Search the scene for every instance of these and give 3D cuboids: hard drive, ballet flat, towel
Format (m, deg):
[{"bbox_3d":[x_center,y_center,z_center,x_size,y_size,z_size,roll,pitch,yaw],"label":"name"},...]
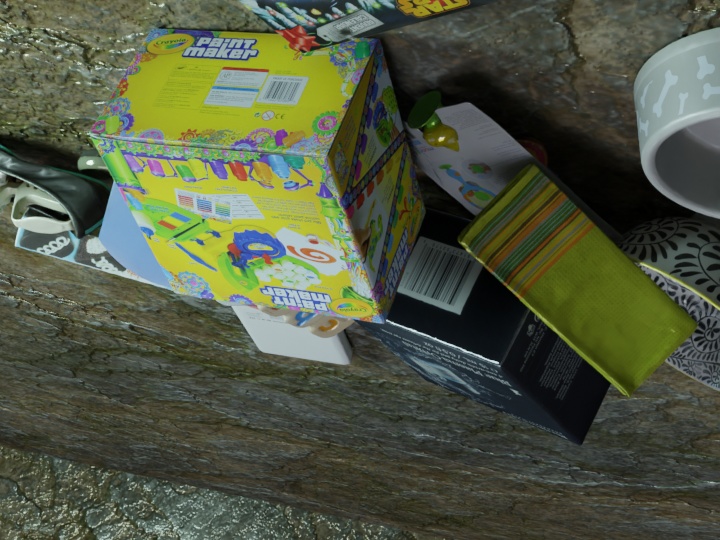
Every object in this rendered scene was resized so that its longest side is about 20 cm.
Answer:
[{"bbox_3d":[-0.088,0.069,1.547,0.130,0.027,0.201,8,158,12],"label":"hard drive"},{"bbox_3d":[-0.340,-0.081,1.194,0.197,0.069,0.068,18,150,19],"label":"ballet flat"},{"bbox_3d":[0.174,0.011,0.960,0.200,0.086,0.018,41,-166,-14],"label":"towel"}]

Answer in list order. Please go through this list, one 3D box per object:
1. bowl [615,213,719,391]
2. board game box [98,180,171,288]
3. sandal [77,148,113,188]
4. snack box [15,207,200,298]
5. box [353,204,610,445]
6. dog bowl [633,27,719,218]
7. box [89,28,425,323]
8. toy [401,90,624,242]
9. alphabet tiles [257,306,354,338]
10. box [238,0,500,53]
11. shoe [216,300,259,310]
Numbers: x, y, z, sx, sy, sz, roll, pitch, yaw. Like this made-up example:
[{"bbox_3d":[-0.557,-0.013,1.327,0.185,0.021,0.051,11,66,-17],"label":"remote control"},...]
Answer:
[{"bbox_3d":[0.296,0.014,1.036,0.200,0.095,0.201,37,168,9],"label":"bowl"},{"bbox_3d":[-0.149,-0.074,1.113,0.155,0.039,0.202,13,123,-15],"label":"board game box"},{"bbox_3d":[-0.199,-0.061,1.228,0.199,0.058,0.079,23,157,-26],"label":"sandal"},{"bbox_3d":[-0.256,-0.031,1.285,0.197,0.038,0.116,16,-163,-9],"label":"snack box"},{"bbox_3d":[0.114,0.046,1.107,0.195,0.119,0.200,20,166,39],"label":"box"},{"bbox_3d":[0.288,-0.094,0.851,0.197,0.060,0.201,12,160,4],"label":"dog bowl"},{"bbox_3d":[-0.073,-0.074,0.952,0.197,0.123,0.194,7,143,21],"label":"box"},{"bbox_3d":[0.119,-0.085,0.992,0.199,0.048,0.114,33,156,-32],"label":"toy"},{"bbox_3d":[0.000,0.000,1.204,0.195,0.015,0.199,-35,143,24],"label":"alphabet tiles"},{"bbox_3d":[-0.004,-0.205,0.760,0.198,0.041,0.136,-6,153,41],"label":"box"},{"bbox_3d":[-0.063,0.009,1.326,0.196,0.073,0.091,-3,178,11],"label":"shoe"}]
